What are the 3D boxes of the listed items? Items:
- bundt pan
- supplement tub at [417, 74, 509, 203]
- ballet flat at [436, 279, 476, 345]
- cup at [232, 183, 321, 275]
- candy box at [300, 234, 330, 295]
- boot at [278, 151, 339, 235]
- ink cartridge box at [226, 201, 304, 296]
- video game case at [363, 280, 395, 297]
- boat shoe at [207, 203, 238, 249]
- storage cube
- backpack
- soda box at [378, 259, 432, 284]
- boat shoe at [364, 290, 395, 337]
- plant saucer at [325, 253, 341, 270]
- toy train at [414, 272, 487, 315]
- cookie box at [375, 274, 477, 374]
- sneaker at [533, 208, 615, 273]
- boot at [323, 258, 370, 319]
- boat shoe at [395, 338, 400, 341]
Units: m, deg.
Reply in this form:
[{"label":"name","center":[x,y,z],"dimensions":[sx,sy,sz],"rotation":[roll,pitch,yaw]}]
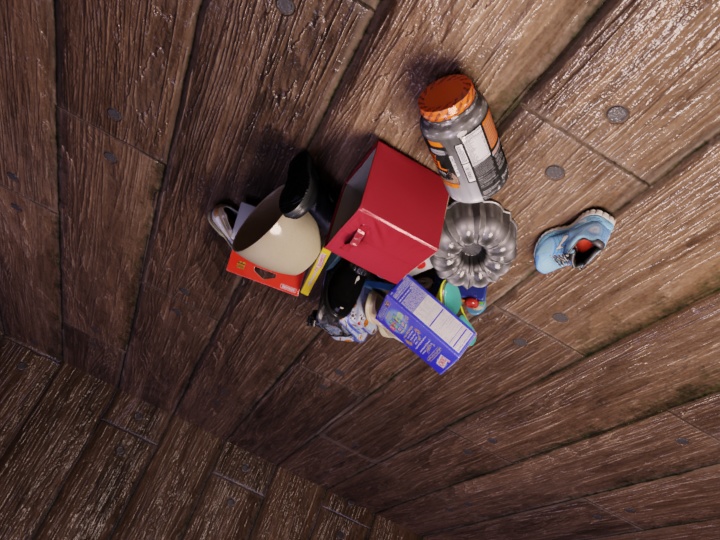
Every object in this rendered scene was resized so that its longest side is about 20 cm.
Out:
[{"label":"bundt pan","center":[0.228,-0.044,1.327],"dimensions":[0.197,0.076,0.205],"rotation":[2,127,2]},{"label":"supplement tub","center":[0.177,-0.226,1.127],"dimensions":[0.120,0.124,0.201],"rotation":[-2,139,31]},{"label":"ballet flat","center":[0.199,0.096,1.455],"dimensions":[0.066,0.067,0.202],"rotation":[11,141,43]},{"label":"cup","center":[-0.169,-0.074,1.456],"dimensions":[0.198,0.202,0.143],"rotation":[-18,127,44]},{"label":"candy box","center":[-0.090,-0.037,1.529],"dimensions":[0.026,0.103,0.201],"rotation":[25,137,-6]},{"label":"boot","center":[-0.088,-0.131,1.352],"dimensions":[0.075,0.202,0.169],"rotation":[-24,126,21]},{"label":"ink cartridge box","center":[-0.218,-0.051,1.564],"dimensions":[0.196,0.177,0.044],"rotation":[19,-174,4]},{"label":"video game case","center":[0.113,0.068,1.580],"dimensions":[0.141,0.018,0.199],"rotation":[8,167,32]},{"label":"boat shoe","center":[-0.294,-0.086,1.631],"dimensions":[0.200,0.076,0.068],"rotation":[42,147,-25]},{"label":"storage cube","center":[0.054,-0.109,1.296],"dimensions":[0.177,0.203,0.171],"rotation":[25,146,-16]},{"label":"backpack","center":[-0.026,0.087,1.633],"dimensions":[0.151,0.203,0.191],"rotation":[11,158,18]},{"label":"soda box","center":[0.116,-0.034,1.473],"dimensions":[0.063,0.069,0.198],"rotation":[38,143,-24]},{"label":"boat shoe","center":[0.065,0.110,1.578],"dimensions":[0.064,0.073,0.201],"rotation":[8,154,25]},{"label":"plant saucer","center":[-0.038,-0.071,1.516],"dimensions":[0.019,0.071,0.200],"rotation":[10,151,-23]},{"label":"toy train","center":[0.203,0.050,1.539],"dimensions":[0.196,0.086,0.116],"rotation":[8,157,20]},{"label":"cookie box","center":[0.138,0.120,1.419],"dimensions":[0.199,0.075,0.172],"rotation":[41,160,8]},{"label":"sneaker","center":[0.408,-0.041,1.276],"dimensions":[0.077,0.091,0.200],"rotation":[29,147,-11]},{"label":"boot","center":[-0.002,-0.002,1.463],"dimensions":[0.079,0.214,0.157],"rotation":[30,151,-18]},{"label":"boat shoe","center":[0.167,0.178,1.733],"dimensions":[0.198,0.071,0.072],"rotation":[26,150,-1]}]
